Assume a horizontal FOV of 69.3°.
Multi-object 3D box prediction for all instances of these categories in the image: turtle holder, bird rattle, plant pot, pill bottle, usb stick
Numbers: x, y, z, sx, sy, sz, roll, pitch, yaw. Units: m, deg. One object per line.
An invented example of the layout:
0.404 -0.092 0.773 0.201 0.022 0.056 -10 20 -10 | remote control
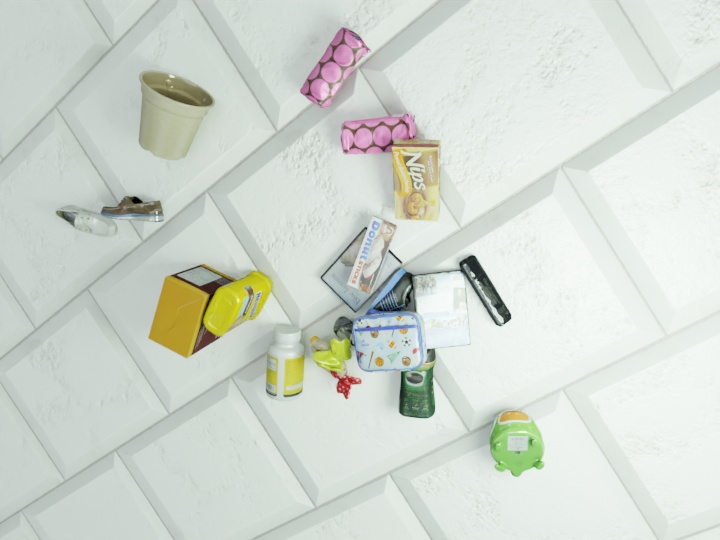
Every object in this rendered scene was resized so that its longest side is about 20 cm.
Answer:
0.416 0.453 1.371 0.140 0.132 0.186 -30 112 22 | turtle holder
-0.073 0.259 1.483 0.163 0.201 0.113 31 66 37 | bird rattle
-0.527 -0.418 1.441 0.200 0.200 0.184 33 119 7 | plant pot
-0.218 0.267 1.521 0.110 0.111 0.202 8 103 14 | pill bottle
0.328 0.052 1.365 0.055 0.033 0.201 -33 91 -16 | usb stick

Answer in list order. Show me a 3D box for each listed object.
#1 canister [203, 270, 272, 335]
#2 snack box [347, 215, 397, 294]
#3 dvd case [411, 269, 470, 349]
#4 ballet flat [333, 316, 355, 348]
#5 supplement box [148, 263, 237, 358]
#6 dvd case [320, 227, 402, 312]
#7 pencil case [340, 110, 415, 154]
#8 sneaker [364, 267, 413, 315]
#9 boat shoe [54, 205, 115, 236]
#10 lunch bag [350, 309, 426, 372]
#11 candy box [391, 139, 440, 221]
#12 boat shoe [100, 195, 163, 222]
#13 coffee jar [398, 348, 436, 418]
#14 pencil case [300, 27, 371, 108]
-0.344 0.091 1.473 0.086 0.200 0.149 32 108 8 | canister
0.031 -0.041 1.400 0.071 0.024 0.201 23 105 9 | snack box
0.214 0.104 1.382 0.141 0.018 0.202 -5 92 -2 | dvd case
0.003 0.211 1.470 0.200 0.072 0.072 36 108 6 | ballet flat
-0.478 0.112 1.514 0.132 0.200 0.199 24 106 9 | supplement box
0.000 0.000 1.448 0.143 0.018 0.200 44 109 2 | dvd case
0.043 -0.352 1.339 0.198 0.091 0.094 -4 135 14 | pencil case
0.084 0.091 1.424 0.078 0.070 0.201 40 108 11 | sneaker
-0.869 -0.151 1.638 0.198 0.069 0.071 17 103 11 | boat shoe
0.072 0.181 1.367 0.198 0.075 0.162 -6 92 21 | lunch bag
0.143 -0.226 1.316 0.114 0.055 0.201 4 124 13 | candy box
-0.692 -0.190 1.587 0.198 0.072 0.073 4 97 4 | boat shoe
0.156 0.298 1.437 0.103 0.085 0.202 3 101 15 | coffee jar
-0.065 -0.512 1.331 0.093 0.091 0.200 38 111 -6 | pencil case
